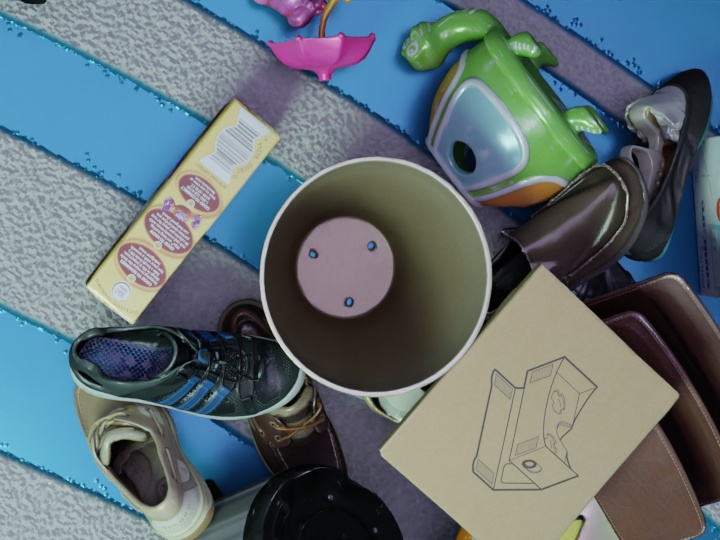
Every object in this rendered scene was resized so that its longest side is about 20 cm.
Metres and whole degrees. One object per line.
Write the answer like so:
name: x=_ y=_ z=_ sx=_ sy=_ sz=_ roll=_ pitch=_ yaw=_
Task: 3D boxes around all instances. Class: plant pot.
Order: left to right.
plant pot: x=0.000 y=0.000 z=1.510 sx=0.185 sy=0.200 sz=0.190 roll=0 pitch=93 yaw=-8

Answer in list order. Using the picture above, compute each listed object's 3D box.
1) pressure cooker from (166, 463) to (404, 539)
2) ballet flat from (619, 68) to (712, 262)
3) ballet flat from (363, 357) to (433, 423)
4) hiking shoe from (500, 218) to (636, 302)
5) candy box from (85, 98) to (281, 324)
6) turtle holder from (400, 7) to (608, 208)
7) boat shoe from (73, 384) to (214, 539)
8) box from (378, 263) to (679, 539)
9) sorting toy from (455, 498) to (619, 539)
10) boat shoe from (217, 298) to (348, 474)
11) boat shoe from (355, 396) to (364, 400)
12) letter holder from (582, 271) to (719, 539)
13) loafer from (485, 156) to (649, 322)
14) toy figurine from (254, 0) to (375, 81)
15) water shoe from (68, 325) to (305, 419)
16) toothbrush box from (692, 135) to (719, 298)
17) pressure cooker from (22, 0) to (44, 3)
pressure cooker: x=-0.076 y=0.269 z=1.514 sx=0.178 sy=0.199 sz=0.177 roll=28 pitch=55 yaw=-30
ballet flat: x=0.261 y=-0.105 z=1.578 sx=0.068 sy=0.068 sz=0.202 roll=36 pitch=60 yaw=-35
ballet flat: x=0.086 y=0.119 z=1.502 sx=0.198 sy=0.071 sz=0.071 roll=17 pitch=90 yaw=26
hiking shoe: x=0.203 y=0.033 z=1.614 sx=0.100 sy=0.076 sz=0.202 roll=-26 pitch=90 yaw=7
candy box: x=-0.153 y=-0.051 z=1.529 sx=0.056 sy=0.117 sz=0.201 roll=37 pitch=86 yaw=-8
turtle holder: x=0.117 y=-0.138 z=1.555 sx=0.131 sy=0.141 sz=0.186 roll=-38 pitch=106 yaw=12
boat shoe: x=-0.192 y=0.144 z=1.501 sx=0.072 sy=0.200 sz=0.065 roll=-42 pitch=139 yaw=1
box: x=0.137 y=0.123 z=1.453 sx=0.163 sy=0.021 sz=0.200 roll=42 pitch=89 yaw=-9
sorting toy: x=0.160 y=0.195 z=1.582 sx=0.199 sy=0.106 sz=0.182 roll=27 pitch=78 yaw=-38
boat shoe: x=-0.066 y=0.121 z=1.570 sx=0.072 sy=0.072 sz=0.202 roll=-23 pitch=95 yaw=-6
boat shoe: x=0.080 y=0.077 z=1.594 sx=0.198 sy=0.062 sz=0.073 roll=-8 pitch=93 yaw=-7
letter holder: x=0.254 y=0.121 z=1.535 sx=0.141 sy=0.101 sz=0.201 roll=-21 pitch=110 yaw=31
loafer: x=0.165 y=-0.016 z=1.529 sx=0.200 sy=0.071 sz=0.073 roll=-49 pitch=63 yaw=27
toy figurine: x=-0.027 y=-0.262 z=1.546 sx=0.199 sy=0.150 sz=0.185 roll=37 pitch=97 yaw=14
water shoe: x=-0.141 y=0.083 z=1.485 sx=0.198 sy=0.079 sz=0.072 roll=1 pitch=78 yaw=-8
toothbrush box: x=0.359 y=-0.049 z=1.560 sx=0.084 sy=0.200 sz=0.148 roll=-5 pitch=94 yaw=-7
pressure cooker: x=-0.313 y=-0.332 z=1.459 sx=0.198 sy=0.176 sz=0.180 roll=24 pitch=85 yaw=-12
